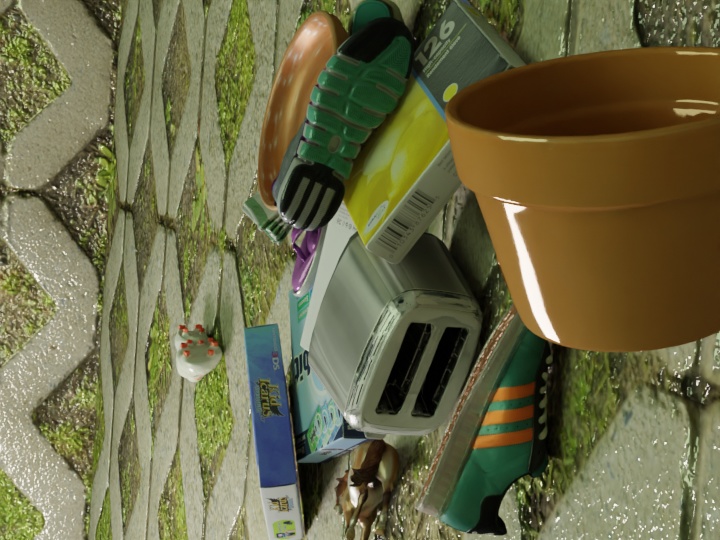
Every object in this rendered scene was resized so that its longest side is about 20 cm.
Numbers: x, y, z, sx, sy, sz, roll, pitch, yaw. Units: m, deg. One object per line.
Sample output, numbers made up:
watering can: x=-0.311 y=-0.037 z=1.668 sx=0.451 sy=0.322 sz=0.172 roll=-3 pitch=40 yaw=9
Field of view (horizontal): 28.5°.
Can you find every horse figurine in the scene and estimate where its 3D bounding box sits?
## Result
horse figurine: x=0.004 y=0.223 z=1.406 sx=0.200 sy=0.050 sz=0.133 roll=105 pitch=176 yaw=-53

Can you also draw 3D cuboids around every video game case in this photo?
video game case: x=-0.102 y=0.192 z=1.659 sx=0.181 sy=0.045 sz=0.201 roll=91 pitch=172 yaw=-60

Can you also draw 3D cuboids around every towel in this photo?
towel: x=-0.056 y=-0.130 z=1.528 sx=0.200 sy=0.031 sz=0.149 roll=-55 pitch=21 yaw=3

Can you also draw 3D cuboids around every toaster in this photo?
toaster: x=0.035 y=0.053 z=1.269 sx=0.200 sy=0.113 sz=0.129 roll=-69 pitch=29 yaw=25

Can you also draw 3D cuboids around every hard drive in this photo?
hard drive: x=0.000 y=0.000 z=1.424 sx=0.132 sy=0.025 sz=0.201 roll=28 pitch=107 yaw=55

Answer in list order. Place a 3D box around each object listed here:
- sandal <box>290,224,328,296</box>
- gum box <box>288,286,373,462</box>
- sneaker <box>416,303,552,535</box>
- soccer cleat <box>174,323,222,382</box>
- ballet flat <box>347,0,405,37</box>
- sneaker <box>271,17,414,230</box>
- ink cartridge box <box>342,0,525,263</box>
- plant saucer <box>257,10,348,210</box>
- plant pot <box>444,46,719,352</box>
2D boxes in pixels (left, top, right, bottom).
sandal: x=-0.050 y=-0.073 z=1.542 sx=0.082 sy=0.050 sz=0.203 roll=-165 pitch=93 yaw=-79
gum box: x=-0.032 y=0.099 z=1.552 sx=0.170 sy=0.044 sz=0.201 roll=142 pitch=127 yaw=-65
sneaker: x=0.118 y=0.111 z=1.102 sx=0.071 sy=0.080 sz=0.201 roll=-70 pitch=4 yaw=-83
soccer cleat: x=-0.247 y=0.137 z=2.143 sx=0.200 sy=0.069 sz=0.078 roll=-138 pitch=48 yaw=-75
ballet flat: x=0.007 y=-0.171 z=1.416 sx=0.069 sy=0.069 sz=0.201 roll=-172 pitch=96 yaw=-71
sneaker: x=-0.027 y=-0.137 z=1.252 sx=0.200 sy=0.074 sz=0.088 roll=-60 pitch=24 yaw=4
ink cartridge box: x=0.050 y=-0.135 z=1.241 sx=0.198 sy=0.047 sz=0.200 roll=-53 pitch=33 yaw=17
plant saucer: x=-0.050 y=-0.153 z=1.392 sx=0.200 sy=0.037 sz=0.201 roll=-167 pitch=90 yaw=-68
plant pot: x=0.156 y=-0.041 z=0.840 sx=0.200 sy=0.199 sz=0.141 roll=-138 pitch=37 yaw=-66
